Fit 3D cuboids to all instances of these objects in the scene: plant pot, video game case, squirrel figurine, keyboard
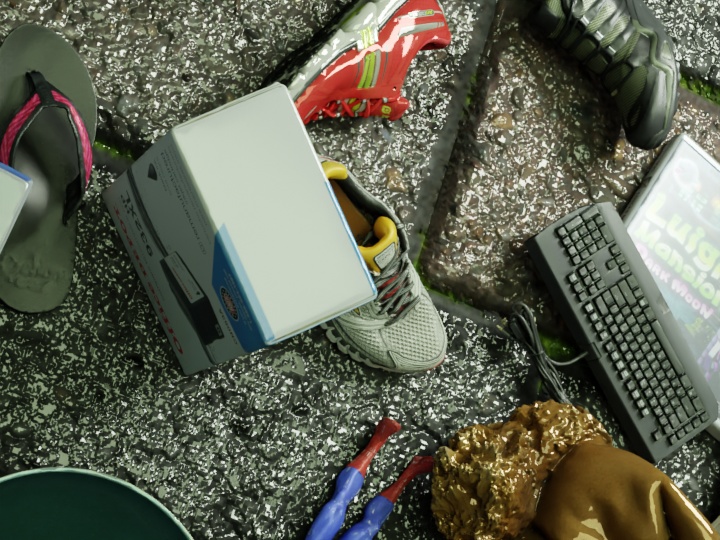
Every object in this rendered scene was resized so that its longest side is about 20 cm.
[{"bbox_3d":[-0.200,0.226,1.024,0.200,0.135,0.201,4,78,-21],"label":"plant pot"},{"bbox_3d":[0.281,0.020,1.323,0.200,0.023,0.182,39,68,-11],"label":"video game case"},{"bbox_3d":[0.124,0.198,1.184,0.187,0.142,0.200,-37,83,-13],"label":"squirrel figurine"},{"bbox_3d":[0.183,0.057,1.258,0.127,0.021,0.200,-31,97,-12],"label":"keyboard"}]

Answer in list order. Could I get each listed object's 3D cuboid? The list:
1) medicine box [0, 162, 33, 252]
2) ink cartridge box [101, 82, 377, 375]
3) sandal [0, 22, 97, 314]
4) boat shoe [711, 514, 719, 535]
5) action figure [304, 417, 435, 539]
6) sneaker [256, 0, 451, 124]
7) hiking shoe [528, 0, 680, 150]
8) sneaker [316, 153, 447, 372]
[{"bbox_3d":[-0.312,-0.034,0.989,0.182,0.200,0.103,28,73,-16],"label":"medicine box"},{"bbox_3d":[-0.085,-0.020,1.082,0.084,0.200,0.145,-25,91,-22],"label":"ink cartridge box"},{"bbox_3d":[-0.213,-0.071,1.122,0.075,0.045,0.200,4,79,-22],"label":"sandal"},{"bbox_3d":[0.309,0.204,1.274,0.063,0.073,0.200,33,78,-35],"label":"boat shoe"},{"bbox_3d":[-0.015,0.190,1.132,0.065,0.099,0.200,43,70,-9],"label":"action figure"},{"bbox_3d":[-0.005,-0.137,1.207,0.200,0.077,0.085,-43,105,-22],"label":"sneaker"},{"bbox_3d":[0.181,-0.183,1.300,0.100,0.076,0.200,-10,75,-15],"label":"hiking shoe"},{"bbox_3d":[0.000,0.000,1.165,0.078,0.082,0.200,-50,119,-21],"label":"sneaker"}]
